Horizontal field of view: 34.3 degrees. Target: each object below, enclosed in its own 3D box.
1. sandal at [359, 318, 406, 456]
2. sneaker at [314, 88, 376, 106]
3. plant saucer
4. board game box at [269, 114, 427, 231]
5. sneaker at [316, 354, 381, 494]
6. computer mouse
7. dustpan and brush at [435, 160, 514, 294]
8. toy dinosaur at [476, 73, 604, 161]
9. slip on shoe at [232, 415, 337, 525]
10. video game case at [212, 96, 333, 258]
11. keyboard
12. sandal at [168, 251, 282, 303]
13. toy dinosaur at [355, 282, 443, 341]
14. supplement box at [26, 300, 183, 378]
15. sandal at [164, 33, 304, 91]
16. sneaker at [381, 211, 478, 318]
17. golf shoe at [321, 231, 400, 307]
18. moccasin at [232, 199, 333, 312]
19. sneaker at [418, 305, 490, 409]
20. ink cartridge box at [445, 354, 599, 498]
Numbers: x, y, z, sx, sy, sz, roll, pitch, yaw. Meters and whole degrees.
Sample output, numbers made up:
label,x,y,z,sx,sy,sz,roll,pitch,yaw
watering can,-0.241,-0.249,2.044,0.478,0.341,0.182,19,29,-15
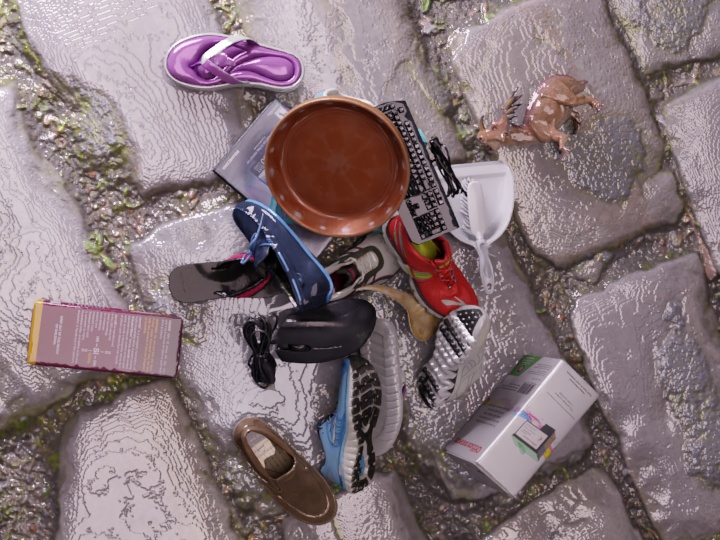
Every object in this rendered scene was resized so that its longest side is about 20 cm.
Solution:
label,x,y,z,sx,sy,sz,roll,pitch,yaw
sandal,0.037,0.173,1.724,0.050,0.082,0.203,5,89,-56
sneaker,0.014,-0.194,1.702,0.200,0.081,0.077,25,58,-14
plant saucer,-0.031,-0.142,1.584,0.200,0.032,0.201,4,116,7
board game box,-0.019,-0.135,1.666,0.199,0.047,0.151,5,120,-15
sneaker,-0.028,0.219,1.685,0.078,0.090,0.201,-6,104,-57
computer mouse,-0.063,0.102,1.665,0.199,0.053,0.139,-17,134,-14
dustpan and brush,0.176,-0.064,1.760,0.139,0.057,0.201,-6,91,-14
toy dinosaur,0.281,-0.248,1.782,0.135,0.086,0.200,39,75,-4
slip on shoe,-0.106,0.293,1.682,0.076,0.061,0.200,-39,98,-10
video game case,-0.096,-0.135,1.715,0.200,0.019,0.143,41,80,-9
keyboard,0.082,-0.144,1.607,0.104,0.040,0.201,-24,90,-16
sandal,-0.175,0.009,1.677,0.199,0.045,0.075,-11,90,-14
toy dinosaur,0.090,0.050,1.717,0.200,0.058,0.101,42,58,-29
supplement box,-0.350,0.094,1.599,0.199,0.110,0.086,7,88,-14
sandal,-0.178,-0.301,1.670,0.202,0.050,0.083,0,86,-12
sneaker,0.106,-0.004,1.662,0.077,0.085,0.200,-46,108,-21
golf shoe,0.000,0.000,1.702,0.200,0.088,0.077,-33,95,-14
moccasin,-0.121,-0.023,1.624,0.068,0.081,0.200,-33,60,-25
sneaker,0.150,0.121,1.704,0.081,0.200,0.075,-6,51,-27
ink cartridge box,0.236,0.227,1.727,0.084,0.145,0.200,44,80,-10
